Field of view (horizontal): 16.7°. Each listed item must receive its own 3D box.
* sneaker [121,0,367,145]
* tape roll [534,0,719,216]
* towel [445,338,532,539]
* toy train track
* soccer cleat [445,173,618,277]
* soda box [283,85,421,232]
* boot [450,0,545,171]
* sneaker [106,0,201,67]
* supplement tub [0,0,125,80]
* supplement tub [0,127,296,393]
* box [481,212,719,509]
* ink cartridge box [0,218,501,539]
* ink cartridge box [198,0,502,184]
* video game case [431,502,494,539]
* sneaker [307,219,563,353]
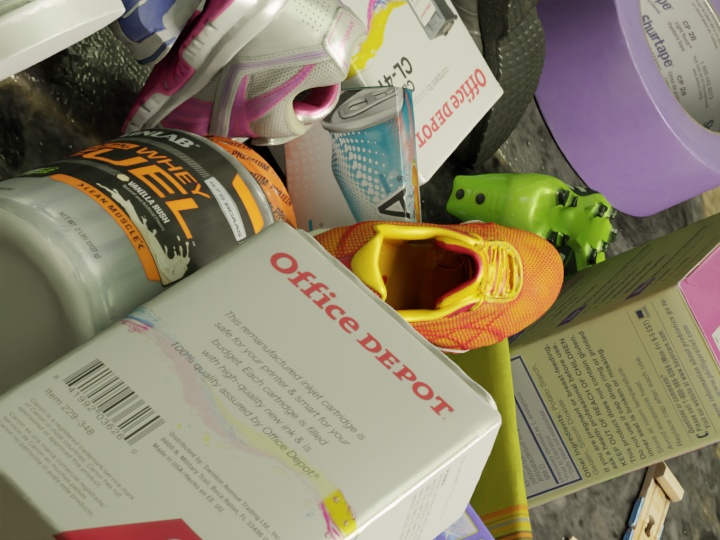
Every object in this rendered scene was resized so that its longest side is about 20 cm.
[{"bbox_3d":[-0.060,-0.097,1.281,0.088,0.200,0.082,30,67,-11],"label":"sneaker"},{"bbox_3d":[0.207,-0.147,1.788,0.200,0.085,0.201,33,44,-40],"label":"tape roll"},{"bbox_3d":[0.058,0.123,1.405,0.018,0.086,0.201,33,44,-51],"label":"towel"},{"bbox_3d":[0.186,0.191,1.595,0.115,0.032,0.200,54,34,-19],"label":"toy train track"},{"bbox_3d":[0.114,-0.031,1.602,0.200,0.081,0.068,28,78,-68],"label":"soccer cleat"},{"bbox_3d":[0.000,0.000,1.352,0.064,0.068,0.201,-22,107,-80],"label":"soda box"},{"bbox_3d":[0.050,-0.166,1.569,0.130,0.200,0.068,29,52,21],"label":"boot"},{"bbox_3d":[-0.144,-0.176,1.273,0.115,0.081,0.199,33,3,-23],"label":"sneaker"},{"bbox_3d":[-0.210,-0.187,1.165,0.145,0.145,0.201,-32,97,-57],"label":"supplement tub"},{"bbox_3d":[-0.121,0.001,1.196,0.200,0.122,0.123,-29,95,-57],"label":"supplement tub"},{"bbox_3d":[0.160,0.054,1.489,0.097,0.200,0.176,63,33,-6],"label":"box"},{"bbox_3d":[-0.060,0.089,1.064,0.148,0.086,0.200,42,51,21],"label":"ink cartridge box"},{"bbox_3d":[-0.017,-0.148,1.456,0.200,0.085,0.148,57,34,-11],"label":"ink cartridge box"},{"bbox_3d":[-0.016,0.162,1.101,0.181,0.046,0.200,-18,57,-28],"label":"video game case"},{"bbox_3d":[0.050,0.008,1.287,0.200,0.077,0.073,-4,90,-50],"label":"sneaker"}]
